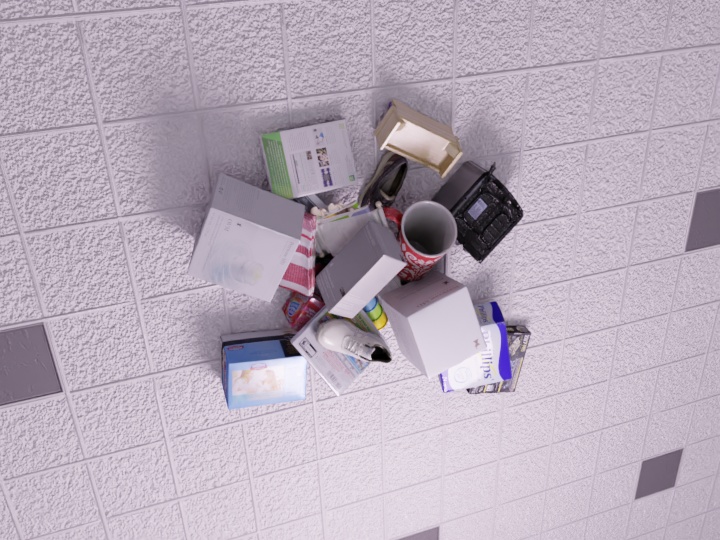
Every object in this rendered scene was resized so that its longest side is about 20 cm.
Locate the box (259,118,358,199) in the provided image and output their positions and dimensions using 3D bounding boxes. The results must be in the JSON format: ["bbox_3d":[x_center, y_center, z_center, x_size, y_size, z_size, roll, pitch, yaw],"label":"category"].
[{"bbox_3d":[-0.113,-0.241,1.515,0.195,0.036,0.148,-13,95,-16],"label":"box"}]

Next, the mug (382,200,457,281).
[{"bbox_3d":[0.128,-0.077,1.636,0.132,0.179,0.201,-32,167,-18],"label":"mug"}]

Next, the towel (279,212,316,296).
[{"bbox_3d":[-0.166,-0.047,1.578,0.023,0.141,0.205,-37,137,-53],"label":"towel"}]

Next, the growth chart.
[{"bbox_3d":[-0.029,-0.095,1.557,0.195,0.018,0.147,-8,125,10],"label":"growth chart"}]

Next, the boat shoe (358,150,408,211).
[{"bbox_3d":[0.053,-0.182,1.622,0.071,0.065,0.203,19,108,-29],"label":"boat shoe"}]

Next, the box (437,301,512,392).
[{"bbox_3d":[0.294,0.206,1.857,0.195,0.106,0.188,-12,116,2],"label":"box"}]

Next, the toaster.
[{"bbox_3d":[0.287,-0.151,1.697,0.201,0.119,0.180,-47,123,7],"label":"toaster"}]

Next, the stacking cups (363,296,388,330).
[{"bbox_3d":[0.015,0.068,1.712,0.060,0.061,0.202,-29,136,-4],"label":"stacking cups"}]

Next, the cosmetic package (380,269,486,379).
[{"bbox_3d":[0.172,0.123,1.661,0.164,0.200,0.170,-25,107,-11],"label":"cosmetic package"}]

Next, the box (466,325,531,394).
[{"bbox_3d":[0.393,0.258,1.989,0.157,0.049,0.205,1,115,-19],"label":"box"}]

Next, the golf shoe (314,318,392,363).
[{"bbox_3d":[-0.009,0.169,1.609,0.196,0.097,0.080,16,97,-29],"label":"golf shoe"}]

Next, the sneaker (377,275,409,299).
[{"bbox_3d":[0.136,0.068,1.778,0.198,0.078,0.100,29,100,-31],"label":"sneaker"}]

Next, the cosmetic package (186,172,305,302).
[{"bbox_3d":[-0.244,-0.065,1.477,0.196,0.125,0.201,18,131,-16],"label":"cosmetic package"}]

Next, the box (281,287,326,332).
[{"bbox_3d":[-0.084,0.123,1.703,0.198,0.100,0.096,32,100,-31],"label":"box"}]

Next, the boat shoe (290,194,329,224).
[{"bbox_3d":[-0.098,-0.123,1.590,0.068,0.072,0.200,-42,119,3],"label":"boat shoe"}]

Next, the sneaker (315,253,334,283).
[{"bbox_3d":[-0.069,-0.009,1.652,0.196,0.084,0.078,-21,122,-10],"label":"sneaker"}]

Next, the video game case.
[{"bbox_3d":[-0.047,0.173,1.657,0.182,0.022,0.201,-44,118,-12],"label":"video game case"}]

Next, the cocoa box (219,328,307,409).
[{"bbox_3d":[-0.237,0.237,1.683,0.195,0.132,0.137,-4,117,-19],"label":"cocoa box"}]

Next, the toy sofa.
[{"bbox_3d":[0.131,-0.303,1.590,0.196,0.099,0.083,18,129,-29],"label":"toy sofa"}]

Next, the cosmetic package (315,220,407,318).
[{"bbox_3d":[0.000,0.000,1.533,0.089,0.108,0.201,14,128,-41],"label":"cosmetic package"}]
